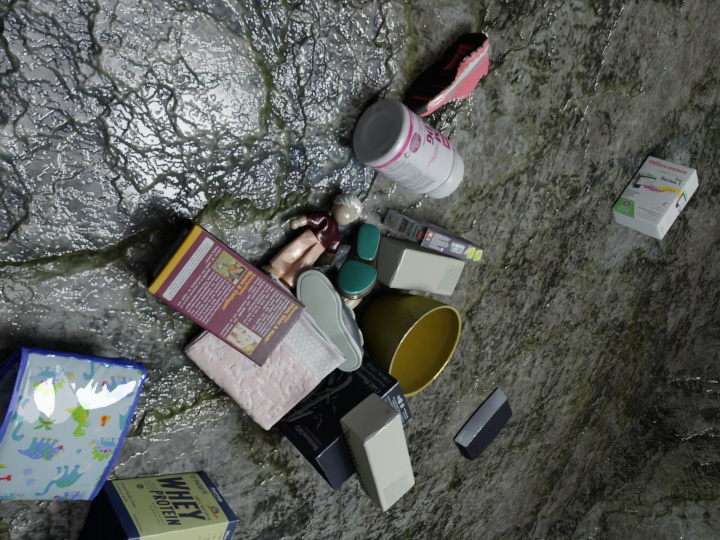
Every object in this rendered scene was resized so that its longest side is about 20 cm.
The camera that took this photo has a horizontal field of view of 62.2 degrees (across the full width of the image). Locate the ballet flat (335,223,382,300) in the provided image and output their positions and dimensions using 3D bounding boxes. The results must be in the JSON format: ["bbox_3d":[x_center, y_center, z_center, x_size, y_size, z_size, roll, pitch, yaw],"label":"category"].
[{"bbox_3d":[0.000,0.000,1.042,0.201,0.067,0.069,-68,176,-49],"label":"ballet flat"}]

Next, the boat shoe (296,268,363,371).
[{"bbox_3d":[-0.051,0.077,1.017,0.075,0.061,0.202,-12,115,14],"label":"boat shoe"}]

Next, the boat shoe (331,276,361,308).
[{"bbox_3d":[-0.087,0.074,1.066,0.199,0.072,0.073,-36,116,-18],"label":"boat shoe"}]

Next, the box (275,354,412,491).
[{"bbox_3d":[-0.047,0.252,1.103,0.196,0.199,0.125,-40,134,-19],"label":"box"}]

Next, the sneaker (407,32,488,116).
[{"bbox_3d":[0.167,-0.328,1.059,0.200,0.073,0.087,-46,138,-13],"label":"sneaker"}]

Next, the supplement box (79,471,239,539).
[{"bbox_3d":[-0.346,0.467,0.994,0.198,0.134,0.202,13,104,-46],"label":"supplement box"}]

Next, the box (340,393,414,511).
[{"bbox_3d":[0.032,0.310,1.011,0.082,0.068,0.202,-32,131,-26],"label":"box"}]

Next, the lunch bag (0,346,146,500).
[{"bbox_3d":[-0.402,0.192,0.788,0.169,0.127,0.201,19,109,-47],"label":"lunch bag"}]

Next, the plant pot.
[{"bbox_3d":[0.082,0.126,1.189,0.199,0.141,0.202,-26,132,-32],"label":"plant pot"}]

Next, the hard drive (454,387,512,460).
[{"bbox_3d":[0.360,0.448,1.719,0.200,0.042,0.135,-45,136,-14],"label":"hard drive"}]

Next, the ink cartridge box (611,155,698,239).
[{"bbox_3d":[0.845,-0.212,1.714,0.201,0.144,0.084,-53,138,-5],"label":"ink cartridge box"}]

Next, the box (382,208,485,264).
[{"bbox_3d":[0.146,-0.066,1.166,0.199,0.110,0.035,14,104,-46],"label":"box"}]

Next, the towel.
[{"bbox_3d":[-0.151,0.137,0.974,0.190,0.032,0.200,-40,108,3],"label":"towel"}]

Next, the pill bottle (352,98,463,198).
[{"bbox_3d":[0.089,-0.202,1.030,0.199,0.113,0.114,20,99,-48],"label":"pill bottle"}]

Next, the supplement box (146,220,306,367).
[{"bbox_3d":[-0.193,0.033,0.866,0.199,0.086,0.111,39,85,-22],"label":"supplement box"}]

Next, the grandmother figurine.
[{"bbox_3d":[-0.073,-0.051,1.008,0.200,0.060,0.122,-47,146,-8],"label":"grandmother figurine"}]

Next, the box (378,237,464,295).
[{"bbox_3d":[0.116,-0.006,1.192,0.199,0.068,0.083,11,106,-46],"label":"box"}]
